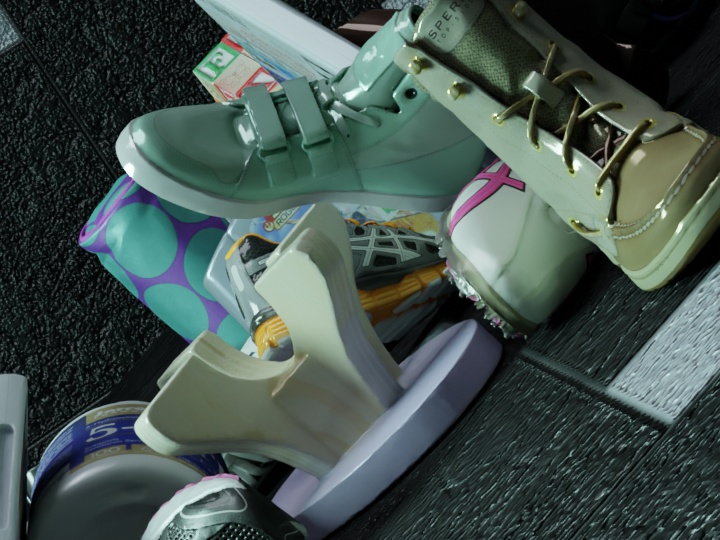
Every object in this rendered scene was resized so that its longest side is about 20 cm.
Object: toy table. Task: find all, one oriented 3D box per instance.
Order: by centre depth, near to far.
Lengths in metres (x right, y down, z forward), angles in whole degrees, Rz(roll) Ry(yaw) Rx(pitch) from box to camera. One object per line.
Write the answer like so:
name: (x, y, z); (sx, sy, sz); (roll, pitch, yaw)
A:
toy table: (-0.025, 0.056, 1.265); (0.200, 0.117, 0.184); (-44, 7, 41)

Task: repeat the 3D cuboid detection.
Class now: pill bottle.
pill bottle: (-0.130, 0.141, 1.369); (0.120, 0.120, 0.200); (-47, 12, 3)

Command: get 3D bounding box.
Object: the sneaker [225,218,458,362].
sneaker: (0.000, 0.000, 1.427); (0.200, 0.077, 0.078); (-13, -27, -51)

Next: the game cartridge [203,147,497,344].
game cartridge: (-0.004, -0.026, 1.544); (0.200, 0.133, 0.042); (-47, -1, 16)

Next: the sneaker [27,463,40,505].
sneaker: (-0.200, 0.195, 1.604); (0.076, 0.115, 0.201); (-44, 8, 31)

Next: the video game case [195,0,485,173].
video game case: (-0.010, -0.106, 1.395); (0.200, 0.182, 0.022); (34, 84, 41)

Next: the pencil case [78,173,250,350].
pencil case: (-0.093, 0.008, 1.632); (0.093, 0.200, 0.085); (-53, 8, -23)

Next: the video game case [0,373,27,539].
video game case: (-0.193, 0.189, 1.283); (0.183, 0.023, 0.201); (-98, 11, -57)

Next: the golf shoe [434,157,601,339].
golf shoe: (0.096, -0.037, 1.203); (0.092, 0.073, 0.200); (-43, 7, 28)

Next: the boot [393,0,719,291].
boot: (0.090, -0.069, 1.053); (0.072, 0.155, 0.200); (-48, 6, -2)

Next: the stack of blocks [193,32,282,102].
stack of blocks: (-0.016, -0.078, 1.656); (0.059, 0.200, 0.115); (-47, 40, -9)

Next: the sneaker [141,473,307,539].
sneaker: (-0.095, 0.190, 1.186); (0.200, 0.080, 0.086); (-53, 14, 31)

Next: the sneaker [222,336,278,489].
sneaker: (-0.079, 0.113, 1.502); (0.199, 0.079, 0.130); (-9, 50, 62)

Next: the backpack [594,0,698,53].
backpack: (0.131, -0.214, 1.557); (0.147, 0.183, 0.200); (-42, 3, 34)

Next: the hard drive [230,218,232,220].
hard drive: (-0.033, -0.022, 1.685); (0.033, 0.140, 0.200); (-48, 6, -9)

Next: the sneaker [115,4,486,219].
sneaker: (-0.021, -0.091, 1.212); (0.074, 0.200, 0.119); (-115, 33, -41)

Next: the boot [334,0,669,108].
boot: (0.048, -0.132, 1.344); (0.199, 0.186, 0.064); (12, 77, 38)
